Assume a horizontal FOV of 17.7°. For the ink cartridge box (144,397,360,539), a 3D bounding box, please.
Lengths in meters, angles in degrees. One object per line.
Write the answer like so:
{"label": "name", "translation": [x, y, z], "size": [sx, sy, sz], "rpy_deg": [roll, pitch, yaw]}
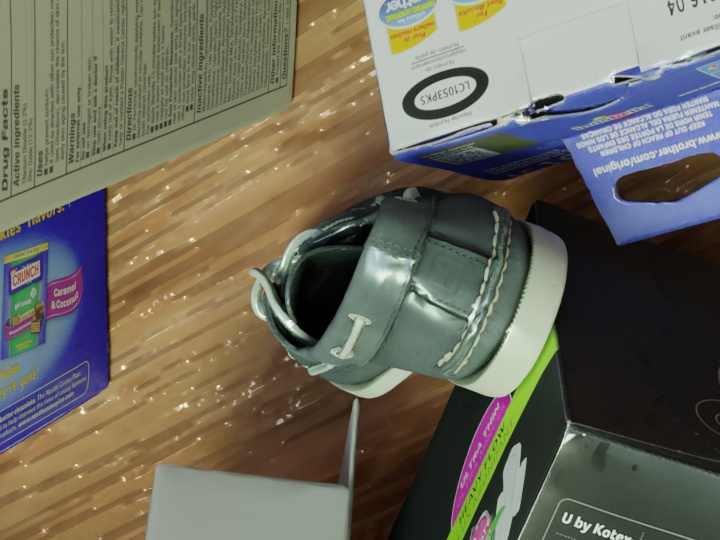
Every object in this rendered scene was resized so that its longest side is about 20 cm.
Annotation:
{"label": "ink cartridge box", "translation": [-0.044, 0.145, 0.744], "size": [0.068, 0.200, 0.115], "rpy_deg": [8, 136, -3]}

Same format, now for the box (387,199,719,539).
{"label": "box", "translation": [0.076, 0.109, 0.709], "size": [0.124, 0.149, 0.200], "rpy_deg": [18, 114, -8]}

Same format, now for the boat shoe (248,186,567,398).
{"label": "boat shoe", "translation": [0.000, 0.000, 0.728], "size": [0.062, 0.200, 0.073], "rpy_deg": [20, 85, -18]}

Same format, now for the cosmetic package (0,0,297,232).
{"label": "cosmetic package", "translation": [-0.094, -0.084, 0.733], "size": [0.073, 0.200, 0.104], "rpy_deg": [11, 108, 24]}

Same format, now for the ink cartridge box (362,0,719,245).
{"label": "ink cartridge box", "translation": [0.068, -0.111, 0.683], "size": [0.136, 0.076, 0.200], "rpy_deg": [-16, 77, 31]}

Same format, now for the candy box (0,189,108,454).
{"label": "candy box", "translation": [-0.157, -0.034, 0.799], "size": [0.077, 0.169, 0.200], "rpy_deg": [9, 108, 22]}
